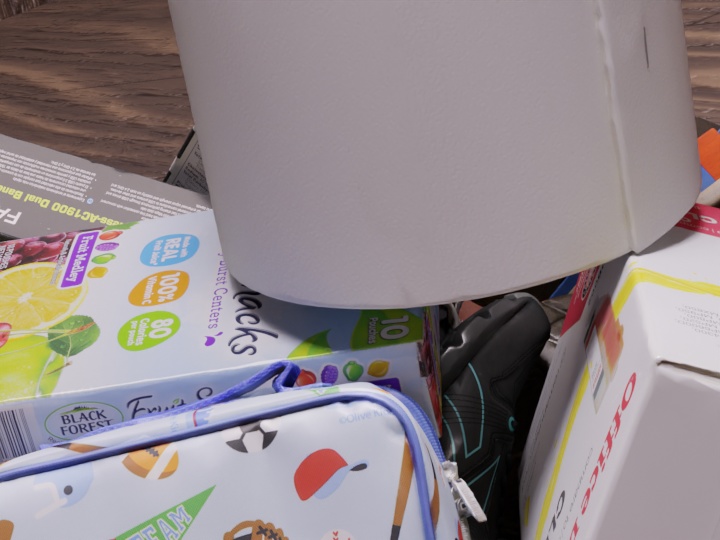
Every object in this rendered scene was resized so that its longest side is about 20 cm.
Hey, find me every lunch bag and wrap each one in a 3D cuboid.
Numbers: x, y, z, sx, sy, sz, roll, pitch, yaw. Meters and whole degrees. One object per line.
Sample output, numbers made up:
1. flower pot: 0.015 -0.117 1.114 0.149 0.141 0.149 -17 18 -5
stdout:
1. lunch bag: -0.050 0.122 0.685 0.199 0.161 0.076 -13 -7 7

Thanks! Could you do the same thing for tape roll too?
1. tape roll: 0.029 -0.087 0.739 0.202 0.140 0.203 -10 20 4

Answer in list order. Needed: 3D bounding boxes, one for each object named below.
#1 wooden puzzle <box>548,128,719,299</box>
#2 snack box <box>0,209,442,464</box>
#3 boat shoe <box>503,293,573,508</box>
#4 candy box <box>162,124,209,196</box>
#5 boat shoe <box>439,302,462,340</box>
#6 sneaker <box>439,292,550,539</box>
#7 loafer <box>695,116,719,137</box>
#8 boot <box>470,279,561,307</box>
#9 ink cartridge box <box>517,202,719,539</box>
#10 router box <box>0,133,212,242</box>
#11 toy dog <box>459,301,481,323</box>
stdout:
1. wooden puzzle: 0.167 -0.024 0.965 0.200 0.046 0.185 -28 -19 -38
2. snack box: -0.067 0.027 0.781 0.199 0.053 0.142 -8 30 6
3. boat shoe: 0.067 0.072 0.872 0.199 0.068 0.072 -26 63 -9
4. candy box: -0.053 -0.077 1.034 0.137 0.061 0.200 -55 4 -31
5. boat shoe: 0.020 0.041 0.976 0.060 0.074 0.200 -7 31 39
6. sneaker: 0.029 0.093 0.791 0.200 0.079 0.075 -49 2 -29
7. loafer: 0.177 -0.050 1.119 0.071 0.073 0.200 -5 -2 -8
8. boot: 0.118 -0.089 0.980 0.072 0.200 0.156 23 44 -2
9. ink cartridge box: 0.118 0.069 0.705 0.083 0.146 0.200 16 19 -2
10. router box: -0.151 0.004 1.029 0.199 0.150 0.062 16 60 16
11. toy dog: 0.035 0.002 1.132 0.199 0.097 0.132 1 13 9
